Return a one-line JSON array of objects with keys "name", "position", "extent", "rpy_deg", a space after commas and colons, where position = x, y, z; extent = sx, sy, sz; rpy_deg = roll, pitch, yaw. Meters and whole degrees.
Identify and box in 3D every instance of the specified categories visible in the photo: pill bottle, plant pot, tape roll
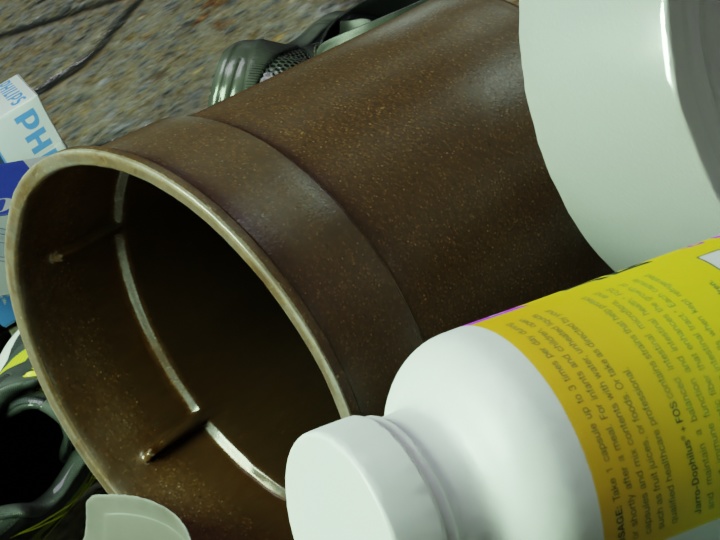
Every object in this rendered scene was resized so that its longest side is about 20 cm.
[{"name": "pill bottle", "position": [0.079, 0.056, 0.901], "extent": [0.200, 0.104, 0.104], "rpy_deg": [-18, 17, -26]}, {"name": "plant pot", "position": [0.000, 0.000, 1.088], "extent": [0.198, 0.201, 0.200], "rpy_deg": [-33, 22, -34]}, {"name": "tape roll", "position": [0.150, -0.087, 1.065], "extent": [0.071, 0.203, 0.202], "rpy_deg": [-7, 31, 42]}]

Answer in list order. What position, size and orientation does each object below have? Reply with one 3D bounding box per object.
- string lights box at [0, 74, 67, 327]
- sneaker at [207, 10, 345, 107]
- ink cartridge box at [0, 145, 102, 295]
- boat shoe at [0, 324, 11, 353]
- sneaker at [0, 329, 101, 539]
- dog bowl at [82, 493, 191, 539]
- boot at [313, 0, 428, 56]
[{"name": "string lights box", "position": [-0.235, -0.005, 1.450], "extent": [0.200, 0.103, 0.059], "rpy_deg": [-31, 22, -8]}, {"name": "sneaker", "position": [0.008, -0.080, 1.382], "extent": [0.114, 0.076, 0.199], "rpy_deg": [18, 12, 15]}, {"name": "ink cartridge box", "position": [-0.148, -0.027, 1.388], "extent": [0.200, 0.044, 0.094], "rpy_deg": [-11, 19, -14]}, {"name": "boat shoe", "position": [-0.192, 0.071, 1.305], "extent": [0.063, 0.074, 0.201], "rpy_deg": [14, 17, 1]}, {"name": "sneaker", "position": [-0.129, 0.067, 1.192], "extent": [0.085, 0.074, 0.200], "rpy_deg": [-48, 10, 47]}, {"name": "dog bowl", "position": [-0.139, 0.168, 1.039], "extent": [0.200, 0.059, 0.200], "rpy_deg": [-24, 24, 11]}, {"name": "boot", "position": [-0.013, -0.038, 1.223], "extent": [0.200, 0.138, 0.077], "rpy_deg": [-34, 23, -10]}]
